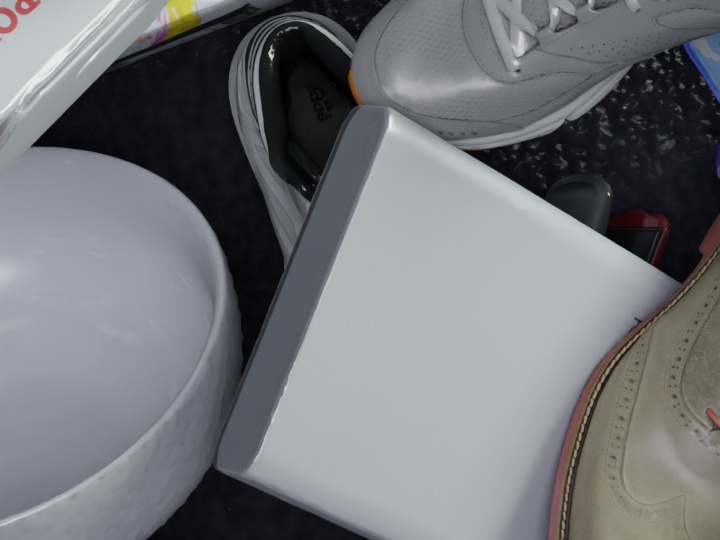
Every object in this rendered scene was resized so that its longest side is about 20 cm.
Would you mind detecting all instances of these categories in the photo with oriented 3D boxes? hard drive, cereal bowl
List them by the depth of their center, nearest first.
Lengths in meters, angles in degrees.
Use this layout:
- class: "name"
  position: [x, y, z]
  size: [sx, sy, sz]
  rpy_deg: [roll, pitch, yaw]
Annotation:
- class: "hard drive"
  position: [0.050, 0.043, 0.928]
  size: [0.200, 0.026, 0.132]
  rpy_deg: [29, 78, -37]
- class: "cereal bowl"
  position: [-0.134, 0.049, 0.959]
  size: [0.200, 0.200, 0.083]
  rpy_deg: [-15, 133, 1]

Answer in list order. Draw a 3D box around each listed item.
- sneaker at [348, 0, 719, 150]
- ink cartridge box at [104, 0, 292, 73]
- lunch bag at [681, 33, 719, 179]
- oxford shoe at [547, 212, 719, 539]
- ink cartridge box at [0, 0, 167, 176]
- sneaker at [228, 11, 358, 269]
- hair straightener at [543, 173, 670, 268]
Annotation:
- class: "sneaker"
  position: [0.087, -0.101, 0.882]
  size: [0.200, 0.092, 0.076]
  rpy_deg: [-21, 80, 5]
- class: "ink cartridge box"
  position: [-0.106, -0.149, 0.981]
  size: [0.200, 0.086, 0.148]
  rpy_deg: [-22, 92, 3]
- class: "lunch bag"
  position: [0.214, -0.094, 0.973]
  size: [0.200, 0.094, 0.151]
  rpy_deg: [-31, 113, 18]
- class: "oxford shoe"
  position: [0.130, 0.037, 0.916]
  size: [0.070, 0.075, 0.200]
  rpy_deg: [33, 74, -14]
- class: "ink cartridge box"
  position: [-0.164, -0.128, 0.865]
  size: [0.200, 0.085, 0.145]
  rpy_deg: [39, 50, 0]
- class: "sneaker"
  position: [-0.001, 0.000, 0.974]
  size: [0.076, 0.115, 0.201]
  rpy_deg: [-23, 93, 2]
- class: "hair straightener"
  position: [0.050, 0.054, 0.974]
  size: [0.077, 0.041, 0.200]
  rpy_deg: [31, 76, -36]
